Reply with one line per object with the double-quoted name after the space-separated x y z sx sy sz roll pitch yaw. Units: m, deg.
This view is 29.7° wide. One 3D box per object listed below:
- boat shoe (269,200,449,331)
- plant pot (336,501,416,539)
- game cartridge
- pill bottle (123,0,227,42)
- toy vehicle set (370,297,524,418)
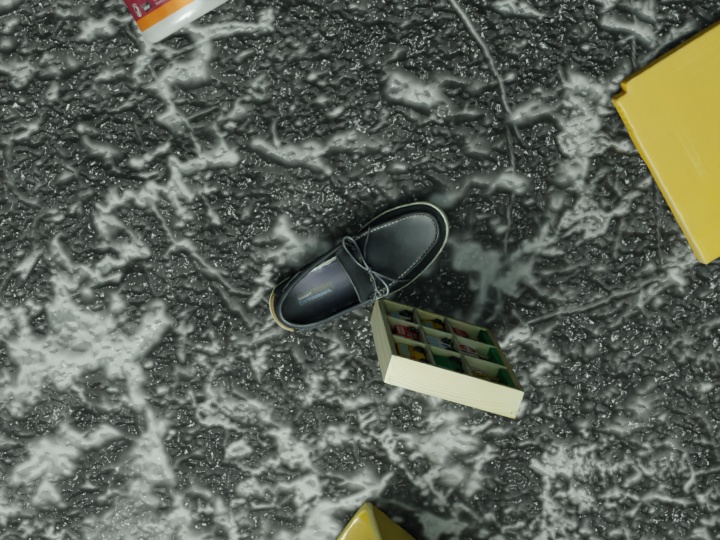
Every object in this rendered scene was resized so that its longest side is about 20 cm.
0.000 0.000 1.323 0.198 0.062 0.075 -29 95 3 "boat shoe"
0.043 0.394 1.356 0.199 0.196 0.195 34 99 -16 "plant pot"
0.363 -0.136 1.332 0.175 0.032 0.201 -31 100 4 "game cartridge"
-0.194 -0.318 1.218 0.109 0.110 0.202 -29 102 4 "pill bottle"
0.076 0.078 1.276 0.123 0.200 0.027 16 102 -7 "toy vehicle set"
